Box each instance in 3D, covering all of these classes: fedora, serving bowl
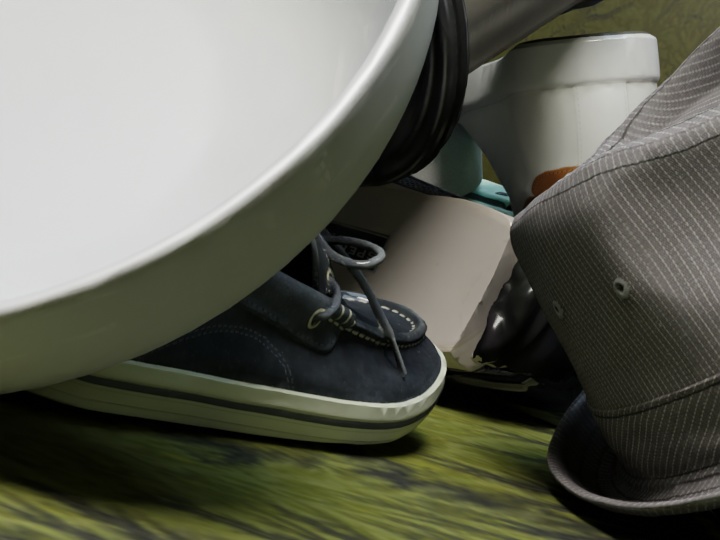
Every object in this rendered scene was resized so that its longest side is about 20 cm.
[{"bbox_3d":[0.112,-0.016,0.679,0.090,0.177,0.200,53,-19,-9],"label":"fedora"},{"bbox_3d":[-0.076,-0.048,0.549,0.200,0.200,0.066,20,-31,26],"label":"serving bowl"}]

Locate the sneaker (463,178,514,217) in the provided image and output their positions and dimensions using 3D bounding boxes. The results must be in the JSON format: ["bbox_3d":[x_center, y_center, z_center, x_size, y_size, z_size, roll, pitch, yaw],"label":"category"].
[{"bbox_3d":[0.071,0.005,1.002,0.118,0.074,0.200,18,1,2],"label":"sneaker"}]

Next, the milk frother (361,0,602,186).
[{"bbox_3d":[0.011,-0.096,0.742,0.188,0.181,0.200,-35,50,-28],"label":"milk frother"}]

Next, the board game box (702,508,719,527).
[{"bbox_3d":[0.153,0.030,0.677,0.028,0.135,0.200,51,-1,-9],"label":"board game box"}]

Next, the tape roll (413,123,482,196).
[{"bbox_3d":[-0.050,-0.051,1.034,0.203,0.037,0.203,-2,12,0],"label":"tape roll"}]

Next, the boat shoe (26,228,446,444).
[{"bbox_3d":[-0.032,0.006,0.652,0.075,0.062,0.200,18,3,31],"label":"boat shoe"}]

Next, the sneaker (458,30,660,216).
[{"bbox_3d":[0.074,-0.037,0.927,0.073,0.085,0.200,-6,0,2],"label":"sneaker"}]

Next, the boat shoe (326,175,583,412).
[{"bbox_3d":[0.000,0.000,0.889,0.200,0.075,0.093,24,-5,39],"label":"boat shoe"}]
